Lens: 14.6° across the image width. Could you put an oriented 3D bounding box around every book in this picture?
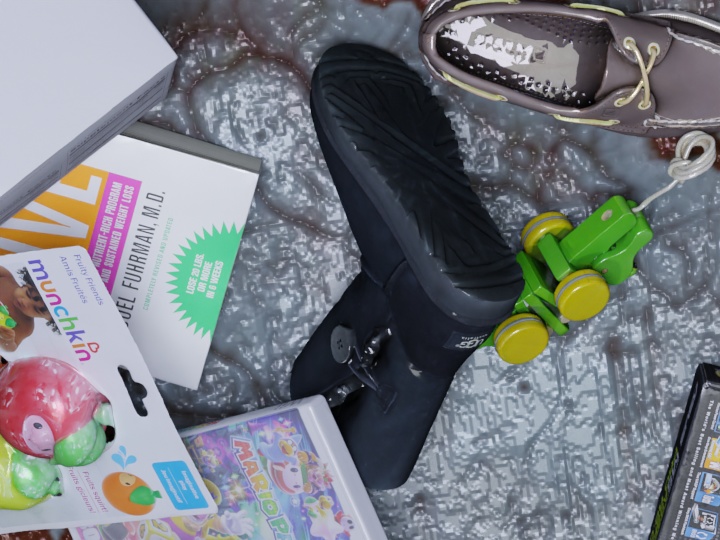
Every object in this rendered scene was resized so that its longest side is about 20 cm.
[{"bbox_3d":[-0.168,-0.025,1.570,0.199,0.048,0.134,16,106,-3],"label":"book"}]

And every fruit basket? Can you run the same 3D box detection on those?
[{"bbox_3d":[-0.198,0.076,1.530,0.199,0.094,0.186,-4,125,31],"label":"fruit basket"}]

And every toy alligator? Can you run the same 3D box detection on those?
[{"bbox_3d":[0.124,-0.002,1.552,0.200,0.059,0.054,-36,139,11],"label":"toy alligator"}]

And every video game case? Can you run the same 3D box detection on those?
[{"bbox_3d":[-0.073,0.154,1.570,0.199,0.018,0.144,-16,103,35],"label":"video game case"}]

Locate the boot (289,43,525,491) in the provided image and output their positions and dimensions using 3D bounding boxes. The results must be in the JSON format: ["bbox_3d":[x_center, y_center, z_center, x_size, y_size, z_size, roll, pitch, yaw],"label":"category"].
[{"bbox_3d":[0.000,0.000,1.537,0.076,0.201,0.168,-4,142,-36],"label":"boot"}]

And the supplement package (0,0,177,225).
[{"bbox_3d":[-0.217,-0.133,1.472,0.156,0.111,0.200,-38,90,-9],"label":"supplement package"}]

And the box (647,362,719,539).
[{"bbox_3d":[0.242,0.168,1.588,0.159,0.044,0.201,15,104,0],"label":"box"}]

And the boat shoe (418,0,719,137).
[{"bbox_3d":[0.129,-0.110,1.521,0.199,0.060,0.072,12,103,0],"label":"boat shoe"}]
